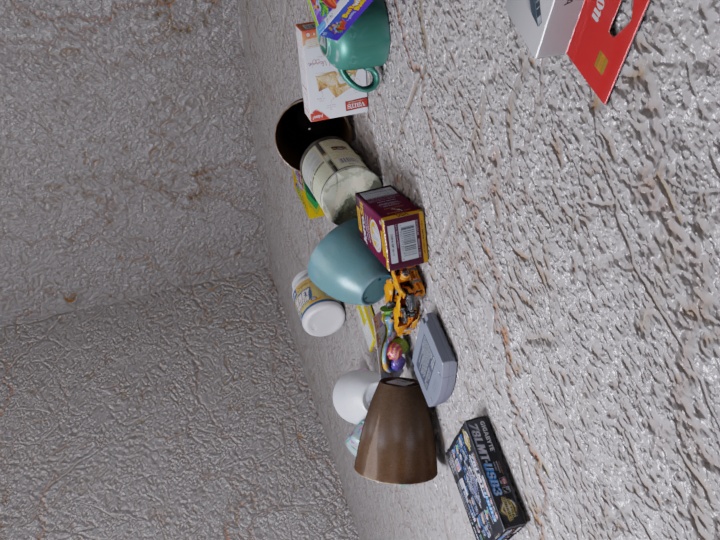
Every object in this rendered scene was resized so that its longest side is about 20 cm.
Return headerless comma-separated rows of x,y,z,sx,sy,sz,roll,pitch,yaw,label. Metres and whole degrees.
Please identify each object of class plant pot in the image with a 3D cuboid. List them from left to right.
-0.117,-0.362,1.889,0.200,0.186,0.188,-95,-2,-65,plant pot
0.000,0.000,1.682,0.135,0.200,0.200,48,153,31,plant pot
0.084,0.346,1.669,0.187,0.186,0.201,-161,73,-75,plant pot

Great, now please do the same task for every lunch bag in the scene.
0.062,0.466,1.907,0.200,0.077,0.160,36,156,5,lunch bag

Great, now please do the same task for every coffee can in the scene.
-0.047,-0.208,1.735,0.200,0.146,0.147,-121,22,-55,coffee can

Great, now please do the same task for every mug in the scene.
-0.017,-0.450,1.438,0.152,0.114,0.186,129,127,-74,mug
0.035,0.359,1.998,0.200,0.148,0.175,49,162,-6,mug

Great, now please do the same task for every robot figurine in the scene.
0.092,0.051,1.588,0.200,0.058,0.145,99,155,-60,robot figurine

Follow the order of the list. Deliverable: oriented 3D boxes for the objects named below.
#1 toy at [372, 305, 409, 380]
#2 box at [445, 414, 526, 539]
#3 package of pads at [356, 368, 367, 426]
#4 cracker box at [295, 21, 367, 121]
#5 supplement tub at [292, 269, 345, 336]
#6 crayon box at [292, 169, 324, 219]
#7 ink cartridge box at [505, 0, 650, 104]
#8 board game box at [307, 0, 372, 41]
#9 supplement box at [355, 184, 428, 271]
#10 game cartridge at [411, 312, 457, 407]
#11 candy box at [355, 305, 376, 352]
0.080,0.175,1.726,0.047,0.115,0.201,2,113,31,toy
0.224,0.392,1.367,0.199,0.050,0.200,100,155,-58,box
0.013,0.407,2.245,0.121,0.075,0.201,97,157,-60,package of pads
-0.059,-0.429,1.598,0.058,0.133,0.201,-121,21,-52,cracker box
-0.144,0.103,2.471,0.200,0.144,0.145,-116,18,-45,supplement tub
-0.173,-0.293,2.404,0.200,0.058,0.173,-117,19,-48,crayon box
0.215,-0.292,0.739,0.200,0.045,0.177,95,159,-55,ink cartridge box
-0.016,-0.521,1.299,0.200,0.045,0.135,-38,60,40,board game box
0.060,-0.090,1.521,0.200,0.085,0.111,-128,28,-63,supplement box
0.150,0.192,1.524,0.200,0.041,0.133,96,153,-55,game cartridge
0.012,0.116,2.071,0.102,0.026,0.201,98,156,-64,candy box
